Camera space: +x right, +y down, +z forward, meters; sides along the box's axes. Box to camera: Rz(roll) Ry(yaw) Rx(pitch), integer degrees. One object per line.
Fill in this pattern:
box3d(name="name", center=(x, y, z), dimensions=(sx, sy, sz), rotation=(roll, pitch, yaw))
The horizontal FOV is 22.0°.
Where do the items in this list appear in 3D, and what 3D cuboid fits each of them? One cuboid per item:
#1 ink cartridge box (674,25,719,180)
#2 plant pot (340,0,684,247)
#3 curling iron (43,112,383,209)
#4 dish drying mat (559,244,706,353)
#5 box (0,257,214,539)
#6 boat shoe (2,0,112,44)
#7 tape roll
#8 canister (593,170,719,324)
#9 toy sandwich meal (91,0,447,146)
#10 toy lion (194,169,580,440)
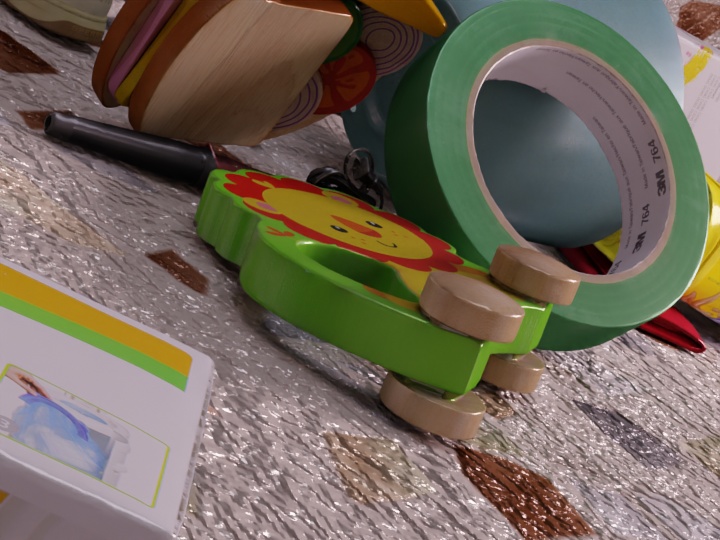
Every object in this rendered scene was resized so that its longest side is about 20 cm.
box3d(name="ink cartridge box", center=(0.305, -0.194, 1.985), dimensions=(0.199, 0.147, 0.147), rotation=(25, 14, -11))
box3d(name="plant pot", center=(0.084, -0.117, 1.212), dimensions=(0.160, 0.202, 0.200), rotation=(1, 29, -41))
box3d(name="curling iron", center=(-0.075, -0.060, 0.994), dimensions=(0.199, 0.050, 0.026), rotation=(12, 44, -26))
box3d(name="dish drying mat", center=(0.182, 0.001, 1.320), dimensions=(0.076, 0.018, 0.200), rotation=(25, 14, -19))
box3d(name="box", center=(-0.143, 0.037, 0.372), dimensions=(0.199, 0.113, 0.101), rotation=(25, 14, -7))
box3d(name="boat shoe", center=(-0.228, -0.216, 1.213), dimensions=(0.200, 0.063, 0.073), rotation=(35, 16, 27))
box3d(name="tape roll", center=(0.109, -0.056, 1.061), dimensions=(0.199, 0.202, 0.048), rotation=(13, -25, -28))
box3d(name="canister", center=(0.255, -0.015, 1.335), dimensions=(0.199, 0.087, 0.149), rotation=(28, 14, -39))
box3d(name="toy sandwich meal", center=(-0.044, -0.124, 1.028), dimensions=(0.204, 0.205, 0.070), rotation=(14, 40, -45))
box3d(name="toy lion", center=(0.000, 0.000, 0.905), dimensions=(0.191, 0.069, 0.200), rotation=(24, 13, 14))
